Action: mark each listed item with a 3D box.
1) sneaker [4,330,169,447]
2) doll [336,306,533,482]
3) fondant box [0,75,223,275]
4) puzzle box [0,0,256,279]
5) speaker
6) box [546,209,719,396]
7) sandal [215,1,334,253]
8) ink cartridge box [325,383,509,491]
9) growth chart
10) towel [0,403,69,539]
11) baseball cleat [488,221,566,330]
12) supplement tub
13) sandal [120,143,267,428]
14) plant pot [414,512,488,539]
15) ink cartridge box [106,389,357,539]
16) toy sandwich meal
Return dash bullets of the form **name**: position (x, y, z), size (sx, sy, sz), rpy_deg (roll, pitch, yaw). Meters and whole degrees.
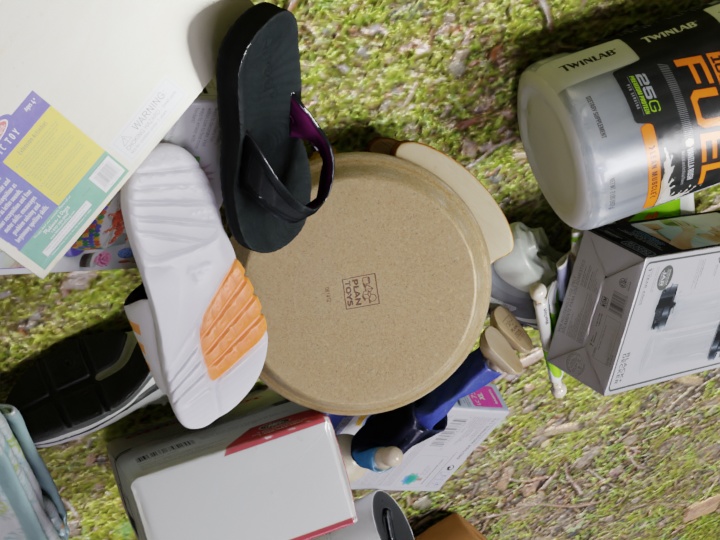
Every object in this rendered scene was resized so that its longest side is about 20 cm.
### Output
- **sneaker**: position (-0.152, 0.090, 1.156), size (0.200, 0.076, 0.115), rpy_deg (-28, 143, -3)
- **doll**: position (0.047, 0.107, 1.236), size (0.200, 0.048, 0.136), rpy_deg (-40, -175, 27)
- **fondant box**: position (-0.177, -0.067, 0.960), size (0.199, 0.058, 0.144), rpy_deg (-2, 138, -29)
- **puzzle box**: position (-0.162, -0.108, 0.866), size (0.200, 0.025, 0.133), rpy_deg (-50, 129, -2)
- **speaker**: position (-0.051, 0.268, 1.410), size (0.200, 0.081, 0.081), rpy_deg (-27, 146, 18)
- **box**: position (0.241, 0.022, 1.233), size (0.200, 0.060, 0.117), rpy_deg (-9, 120, -44)
- **sandal**: position (-0.048, -0.070, 0.944), size (0.075, 0.048, 0.201), rpy_deg (-51, 157, -26)
- **ink cartridge box**: position (0.019, 0.140, 1.358), size (0.200, 0.042, 0.119), rpy_deg (5, 134, -40)
- **growth chart**: position (0.199, -0.011, 1.229), size (0.200, 0.018, 0.145), rpy_deg (-44, 140, -18)
- **towel**: position (-0.307, 0.150, 1.117), size (0.171, 0.048, 0.200), rpy_deg (0, 143, 5)
- **baseball cleat**: position (0.132, 0.020, 1.272), size (0.106, 0.070, 0.200), rpy_deg (-22, 145, 21)
- **supplement tub**: position (0.219, -0.114, 1.097), size (0.200, 0.123, 0.123), rpy_deg (-20, 144, -10)
- **sandal**: position (-0.115, 0.004, 0.999), size (0.079, 0.059, 0.207), rpy_deg (-32, 129, -28)
- **plant pot**: position (0.093, 0.331, 1.532), size (0.140, 0.200, 0.200), rpy_deg (-46, 143, 0)
- **ink cartridge box**: position (-0.100, 0.155, 1.167), size (0.146, 0.083, 0.200), rpy_deg (-17, -175, -12)
- **toy sandwich meal**: position (0.000, 0.000, 1.090), size (0.204, 0.070, 0.206), rpy_deg (-2, 106, -6)
